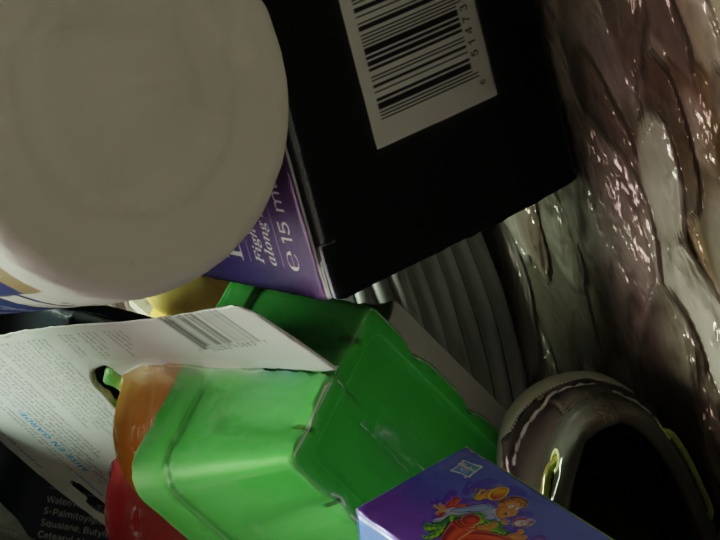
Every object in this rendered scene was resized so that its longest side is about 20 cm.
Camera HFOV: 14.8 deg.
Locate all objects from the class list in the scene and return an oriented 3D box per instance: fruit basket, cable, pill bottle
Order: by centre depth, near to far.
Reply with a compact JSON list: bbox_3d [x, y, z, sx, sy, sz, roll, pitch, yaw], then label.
[{"bbox_3d":[-0.115,-0.042,0.818,0.200,0.111,0.112,-6,103,58],"label":"pill bottle"},{"bbox_3d":[-0.036,0.069,0.930,0.185,0.094,0.200,44,154,-27],"label":"fruit basket"},{"bbox_3d":[0.000,0.000,1.071,0.200,0.069,0.201,170,83,-80],"label":"cable"}]

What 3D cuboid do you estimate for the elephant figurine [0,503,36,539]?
[{"bbox_3d":[-0.165,0.099,0.900,0.200,0.155,0.142,152,138,-70],"label":"elephant figurine"}]

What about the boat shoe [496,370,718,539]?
[{"bbox_3d":[0.086,0.133,0.846,0.061,0.071,0.202,-156,51,-81],"label":"boat shoe"}]

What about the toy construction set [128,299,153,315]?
[{"bbox_3d":[-0.064,-0.061,1.259,0.200,0.092,0.131,102,149,-49],"label":"toy construction set"}]

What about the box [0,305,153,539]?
[{"bbox_3d":[-0.122,0.112,1.083,0.148,0.107,0.201,15,91,59],"label":"box"}]

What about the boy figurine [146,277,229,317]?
[{"bbox_3d":[-0.055,0.034,1.219,0.064,0.124,0.200,50,176,48],"label":"boy figurine"}]

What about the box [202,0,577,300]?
[{"bbox_3d":[-0.044,-0.085,0.890,0.200,0.104,0.149,8,119,54],"label":"box"}]

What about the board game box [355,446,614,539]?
[{"bbox_3d":[0.082,0.153,0.763,0.200,0.045,0.135,31,137,42],"label":"board game box"}]
